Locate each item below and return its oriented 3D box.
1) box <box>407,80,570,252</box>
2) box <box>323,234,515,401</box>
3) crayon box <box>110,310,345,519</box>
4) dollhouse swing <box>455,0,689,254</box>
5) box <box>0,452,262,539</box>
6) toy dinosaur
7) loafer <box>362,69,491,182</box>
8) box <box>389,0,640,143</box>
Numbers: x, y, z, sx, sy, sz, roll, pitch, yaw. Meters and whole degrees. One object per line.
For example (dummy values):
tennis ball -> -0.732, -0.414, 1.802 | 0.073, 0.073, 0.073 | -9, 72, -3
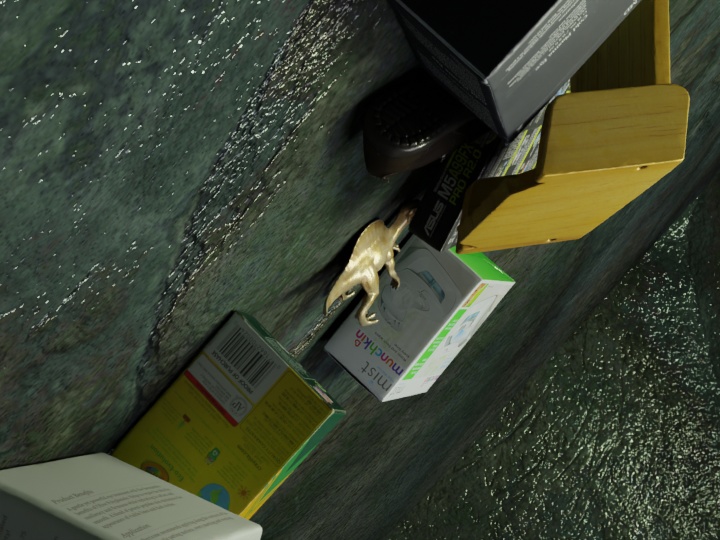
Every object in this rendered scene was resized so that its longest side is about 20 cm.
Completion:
box -> 0.137, -0.124, 1.327 | 0.160, 0.044, 0.201 | -25, 145, -58
box -> 0.069, 0.048, 1.541 | 0.177, 0.097, 0.200 | -52, 166, 9
crayon box -> -0.126, 0.152, 1.190 | 0.200, 0.127, 0.051 | -47, 166, 4
dollhouse swing -> 0.169, -0.135, 1.175 | 0.180, 0.178, 0.200 | -7, 166, -18
box -> -0.212, 0.268, 1.057 | 0.202, 0.170, 0.199 | -70, 163, 4
toy dinosaur -> 0.000, 0.000, 1.330 | 0.200, 0.058, 0.102 | -46, 153, -38
loafer -> 0.069, -0.133, 1.129 | 0.199, 0.073, 0.071 | -26, 162, -35
box -> 0.130, -0.216, 0.993 | 0.200, 0.104, 0.182 | -47, 165, 1
